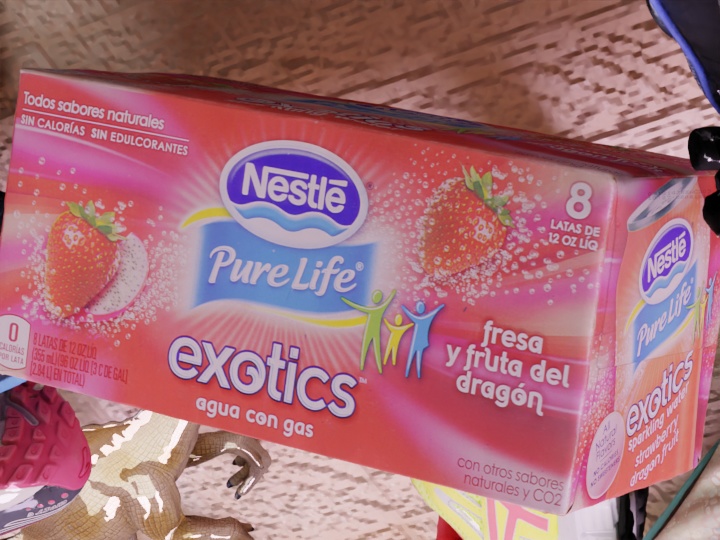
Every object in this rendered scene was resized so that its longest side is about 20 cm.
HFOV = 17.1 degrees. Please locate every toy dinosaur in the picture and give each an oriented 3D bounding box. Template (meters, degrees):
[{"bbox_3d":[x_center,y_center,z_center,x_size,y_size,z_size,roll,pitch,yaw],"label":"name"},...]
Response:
[{"bbox_3d":[-0.078,0.075,0.873,0.101,0.058,0.200,30,118,-37],"label":"toy dinosaur"}]

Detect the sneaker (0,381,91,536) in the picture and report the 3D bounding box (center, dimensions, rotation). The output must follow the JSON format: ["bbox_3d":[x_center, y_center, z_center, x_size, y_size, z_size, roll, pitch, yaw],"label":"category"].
[{"bbox_3d":[-0.170,0.093,0.853,0.199,0.081,0.075,-22,114,32],"label":"sneaker"}]

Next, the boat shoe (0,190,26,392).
[{"bbox_3d":[-0.182,0.025,0.809,0.199,0.084,0.069,-31,118,15],"label":"boat shoe"}]

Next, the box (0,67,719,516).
[{"bbox_3d":[0.000,0.000,0.714,0.199,0.102,0.095,12,98,29],"label":"box"}]

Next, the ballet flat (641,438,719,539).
[{"bbox_3d":[0.147,0.062,0.786,0.062,0.067,0.201,41,121,29],"label":"ballet flat"}]

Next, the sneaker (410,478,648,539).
[{"bbox_3d":[0.048,0.048,0.822,0.090,0.078,0.201,3,134,14],"label":"sneaker"}]

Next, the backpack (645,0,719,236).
[{"bbox_3d":[0.149,-0.107,0.569,0.199,0.155,0.190,-12,169,18],"label":"backpack"}]
